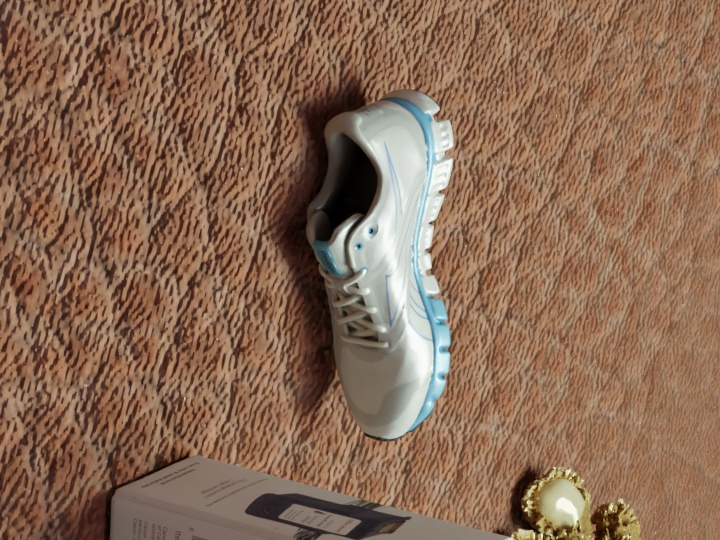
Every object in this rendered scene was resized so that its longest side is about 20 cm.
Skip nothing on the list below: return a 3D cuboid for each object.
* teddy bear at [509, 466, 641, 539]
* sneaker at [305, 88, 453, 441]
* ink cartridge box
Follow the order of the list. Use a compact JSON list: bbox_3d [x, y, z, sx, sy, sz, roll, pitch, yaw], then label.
[{"bbox_3d":[0.145,0.219,1.928,0.200,0.067,0.145,33,62,-53],"label":"teddy bear"},{"bbox_3d":[0.000,0.000,1.573,0.087,0.075,0.200,-11,103,-52],"label":"sneaker"},{"bbox_3d":[-0.028,0.193,1.444,0.084,0.200,0.145,-21,119,-57],"label":"ink cartridge box"}]
